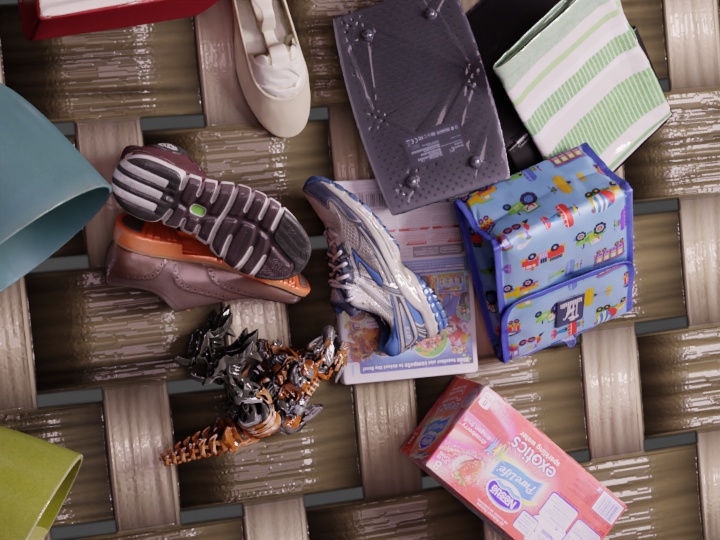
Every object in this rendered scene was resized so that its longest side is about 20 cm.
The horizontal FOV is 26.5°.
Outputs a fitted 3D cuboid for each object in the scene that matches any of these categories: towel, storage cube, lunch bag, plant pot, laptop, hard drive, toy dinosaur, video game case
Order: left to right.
[{"bbox_3d":[-0.378,0.199,1.354,0.199,0.187,0.188,29,85,-1],"label":"plant pot"},{"bbox_3d":[-0.344,-0.076,1.334,0.200,0.201,0.161,-37,89,-11],"label":"plant pot"},{"bbox_3d":[-0.222,-0.310,1.360,0.199,0.180,0.172,-12,96,-14],"label":"storage cube"},{"bbox_3d":[-0.102,0.117,1.463,0.200,0.102,0.136,-49,122,-30],"label":"toy dinosaur"},{"bbox_3d":[0.044,0.008,1.532,0.142,0.018,0.201,-4,93,-16],"label":"video game case"},{"bbox_3d":[0.060,-0.166,1.489,0.134,0.042,0.201,-17,89,8],"label":"hard drive"},{"bbox_3d":[0.191,-0.184,1.569,0.187,0.116,0.200,-43,131,-9],"label":"laptop"},{"bbox_3d":[0.190,-0.001,1.522,0.150,0.094,0.201,-24,132,-10],"label":"lunch bag"},{"bbox_3d":[0.224,-0.177,1.504,0.152,0.023,0.200,-43,131,-9],"label":"towel"}]

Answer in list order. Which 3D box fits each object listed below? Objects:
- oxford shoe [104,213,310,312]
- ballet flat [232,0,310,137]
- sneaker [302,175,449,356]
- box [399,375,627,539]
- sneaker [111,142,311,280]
[{"bbox_3d":[-0.147,0.004,1.463,0.199,0.071,0.073,16,112,-15],"label":"oxford shoe"},{"bbox_3d":[-0.090,-0.225,1.460,0.069,0.069,0.201,-17,97,-14],"label":"ballet flat"},{"bbox_3d":[0.000,0.000,1.473,0.085,0.077,0.200,-39,101,-6],"label":"sneaker"},{"bbox_3d":[0.151,0.208,1.531,0.200,0.095,0.103,40,82,-13],"label":"box"},{"bbox_3d":[-0.138,-0.069,1.431,0.199,0.116,0.076,28,106,-20],"label":"sneaker"}]
